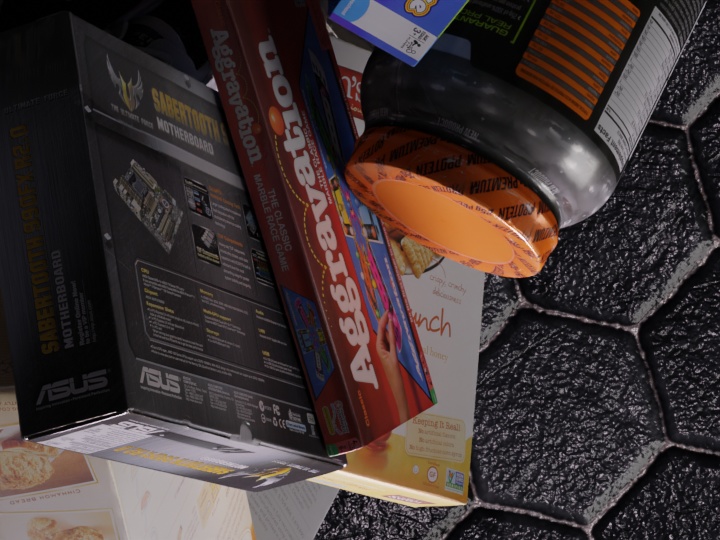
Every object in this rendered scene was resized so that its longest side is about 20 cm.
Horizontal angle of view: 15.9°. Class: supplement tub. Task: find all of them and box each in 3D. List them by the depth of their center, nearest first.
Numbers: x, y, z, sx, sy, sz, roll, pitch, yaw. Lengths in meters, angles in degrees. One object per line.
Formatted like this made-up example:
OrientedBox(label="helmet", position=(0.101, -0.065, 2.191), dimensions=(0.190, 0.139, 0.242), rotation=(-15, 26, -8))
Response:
OrientedBox(label="supplement tub", position=(0.078, -0.106, 1.126), dimensions=(0.200, 0.122, 0.123), rotation=(-62, -179, -15))

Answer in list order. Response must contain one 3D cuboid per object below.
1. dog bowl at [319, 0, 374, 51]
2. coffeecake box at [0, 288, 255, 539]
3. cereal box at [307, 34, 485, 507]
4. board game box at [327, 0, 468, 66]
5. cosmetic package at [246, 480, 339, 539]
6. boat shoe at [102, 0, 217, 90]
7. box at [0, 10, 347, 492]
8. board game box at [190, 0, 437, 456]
OrientedBox(label="dog bowl", position=(0.062, -0.158, 1.274), dimensions=(0.199, 0.059, 0.200), rotation=(-18, 141, -15))
OrientedBox(label="coffeecake box", position=(-0.108, 0.096, 1.122), dimensions=(0.073, 0.201, 0.154), rotation=(-3, -152, 14))
OrientedBox(label="cereal box", position=(0.000, 0.000, 1.198), dimensions=(0.039, 0.144, 0.201), rotation=(-8, -108, 43))
OrientedBox(label="board game box", position=(0.044, -0.197, 1.083), dimensions=(0.135, 0.045, 0.200), rotation=(-49, -157, 33))
OrientedBox(label="cosmetic package", position=(-0.059, 0.085, 1.357), dimensions=(0.101, 0.074, 0.200), rotation=(0, -137, 34))
OrientedBox(label="boat shoe", position=(-0.100, -0.083, 1.149), dimensions=(0.200, 0.072, 0.069), rotation=(-39, 156, -51))
OrientedBox(label="box", position=(-0.078, -0.001, 1.034), dimensions=(0.048, 0.159, 0.200), rotation=(-17, 164, 20))
OrientedBox(label="board game box", position=(-0.018, -0.027, 1.112), dimensions=(0.019, 0.201, 0.103), rotation=(-16, -177, 22))
